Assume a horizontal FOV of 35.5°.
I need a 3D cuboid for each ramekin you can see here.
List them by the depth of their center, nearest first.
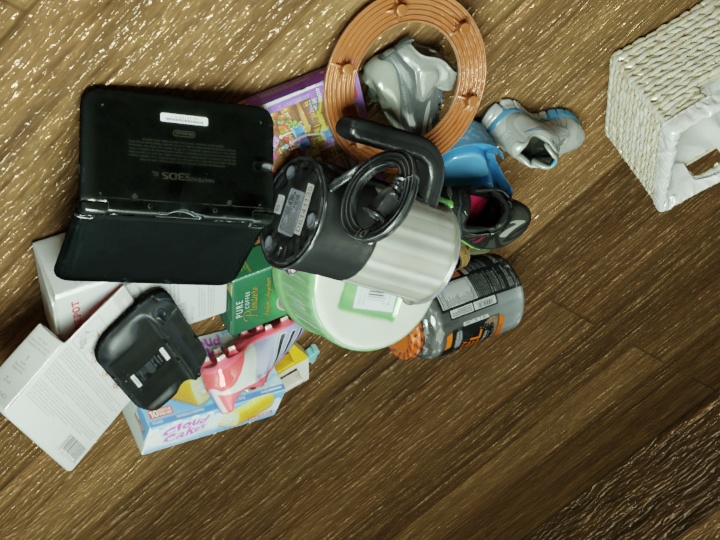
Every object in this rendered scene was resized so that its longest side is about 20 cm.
[{"bbox_3d":[0.000,0.000,1.376,0.198,0.098,0.203,-9,111,-25],"label":"ramekin"}]

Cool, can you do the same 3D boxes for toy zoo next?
[{"bbox_3d":[-0.150,0.161,1.652,0.199,0.021,0.132,-30,151,-6],"label":"toy zoo"}]

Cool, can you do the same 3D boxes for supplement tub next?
[{"bbox_3d":[0.134,0.056,1.670,0.198,0.123,0.123,-18,148,-25],"label":"supplement tub"}]

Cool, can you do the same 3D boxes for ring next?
[{"bbox_3d":[0.053,-0.199,1.202,0.198,0.019,0.203,-12,117,-24],"label":"ring"}]

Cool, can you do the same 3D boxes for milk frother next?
[{"bbox_3d":[0.031,-0.044,1.142,0.187,0.200,0.182,14,113,-36],"label":"milk frother"}]

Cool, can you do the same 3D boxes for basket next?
[{"bbox_3d":[0.445,-0.225,1.509,0.197,0.162,0.200,-29,152,-6],"label":"basket"}]

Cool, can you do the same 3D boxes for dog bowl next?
[{"bbox_3d":[0.130,-0.124,1.444,0.110,0.050,0.200,-20,153,6],"label":"dog bowl"}]

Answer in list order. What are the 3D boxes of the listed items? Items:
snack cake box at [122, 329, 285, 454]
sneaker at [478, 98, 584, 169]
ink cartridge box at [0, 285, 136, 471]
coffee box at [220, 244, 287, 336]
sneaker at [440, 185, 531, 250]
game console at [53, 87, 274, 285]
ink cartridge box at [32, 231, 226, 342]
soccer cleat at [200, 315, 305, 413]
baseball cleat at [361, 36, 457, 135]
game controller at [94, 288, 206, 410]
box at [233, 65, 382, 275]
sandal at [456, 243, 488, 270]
[{"bbox_3d":[-0.213,0.153,1.477,0.198,0.116,0.067,-14,149,-32],"label":"snack cake box"},{"bbox_3d":[0.239,-0.164,1.475,0.199,0.087,0.075,-2,138,-45],"label":"sneaker"},{"bbox_3d":[-0.304,0.112,1.229,0.177,0.045,0.201,-50,158,-18],"label":"ink cartridge box"},{"bbox_3d":[-0.086,0.002,1.447,0.198,0.044,0.124,-22,149,-20],"label":"coffee box"},{"bbox_3d":[0.158,-0.064,1.396,0.199,0.083,0.078,1,93,-50],"label":"sneaker"},{"bbox_3d":[-0.198,-0.078,1.132,0.198,0.178,0.116,2,176,-30],"label":"game console"},{"bbox_3d":[-0.253,0.009,1.247,0.198,0.084,0.146,-19,150,-21],"label":"ink cartridge box"},{"bbox_3d":[-0.133,0.113,1.467,0.066,0.077,0.200,-6,-164,36],"label":"soccer cleat"},{"bbox_3d":[0.076,-0.178,1.276,0.106,0.070,0.200,-34,140,1],"label":"baseball cleat"},{"bbox_3d":[-0.232,0.094,1.260,0.104,0.042,0.200,-36,155,-11],"label":"game controller"},{"bbox_3d":[-0.049,-0.110,1.225,0.136,0.039,0.202,-24,121,-15],"label":"box"},{"bbox_3d":[0.121,-0.027,1.550,0.079,0.055,0.200,0,179,25],"label":"sandal"}]
